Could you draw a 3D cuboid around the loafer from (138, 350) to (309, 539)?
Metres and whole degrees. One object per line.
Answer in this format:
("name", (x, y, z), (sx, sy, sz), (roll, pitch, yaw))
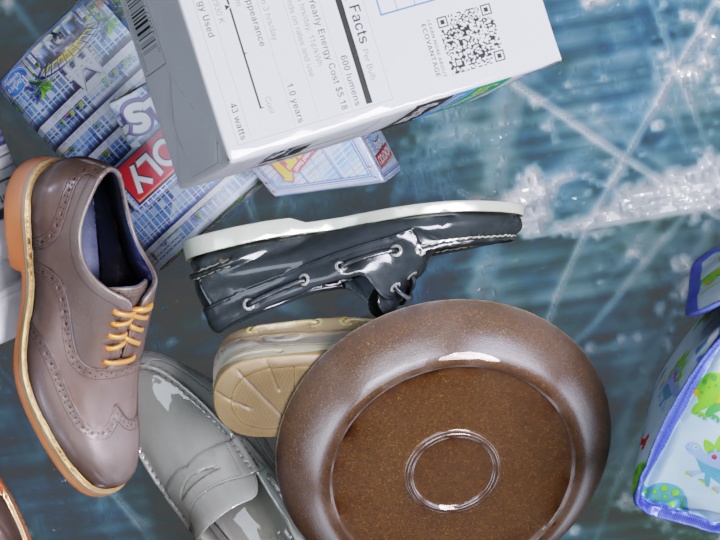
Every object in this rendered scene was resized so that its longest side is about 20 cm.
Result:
("loafer", (-0.079, 0.131, 1.746), (0.070, 0.070, 0.200), (-44, 90, 15))

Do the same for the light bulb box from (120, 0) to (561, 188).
("light bulb box", (-0.024, -0.170, 1.601), (0.200, 0.125, 0.199), (-17, 91, -17))

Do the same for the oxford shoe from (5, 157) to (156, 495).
("oxford shoe", (-0.155, 0.034, 1.682), (0.073, 0.071, 0.200), (-1, 103, 43))

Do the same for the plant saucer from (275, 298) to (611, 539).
("plant saucer", (0.051, 0.110, 1.692), (0.200, 0.032, 0.201), (-4, 119, -8))

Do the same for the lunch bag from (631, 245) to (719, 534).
("lunch bag", (0.236, 0.045, 1.616), (0.127, 0.170, 0.200), (27, 105, 2))

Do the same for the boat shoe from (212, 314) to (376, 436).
("boat shoe", (0.010, 0.055, 1.712), (0.199, 0.069, 0.074), (2, 119, -11))

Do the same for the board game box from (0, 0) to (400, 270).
("board game box", (-0.083, -0.097, 1.709), (0.200, 0.062, 0.200), (-42, 90, 15))

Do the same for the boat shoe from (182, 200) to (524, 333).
("boat shoe", (0.000, 0.000, 1.683), (0.199, 0.075, 0.066), (-7, 84, -11))

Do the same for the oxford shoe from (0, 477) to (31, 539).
("oxford shoe", (-0.280, 0.127, 1.778), (0.071, 0.073, 0.200), (-41, 100, 14))

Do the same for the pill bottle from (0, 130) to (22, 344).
("pill bottle", (-0.259, -0.049, 1.727), (0.111, 0.111, 0.200), (-20, 96, 14))
